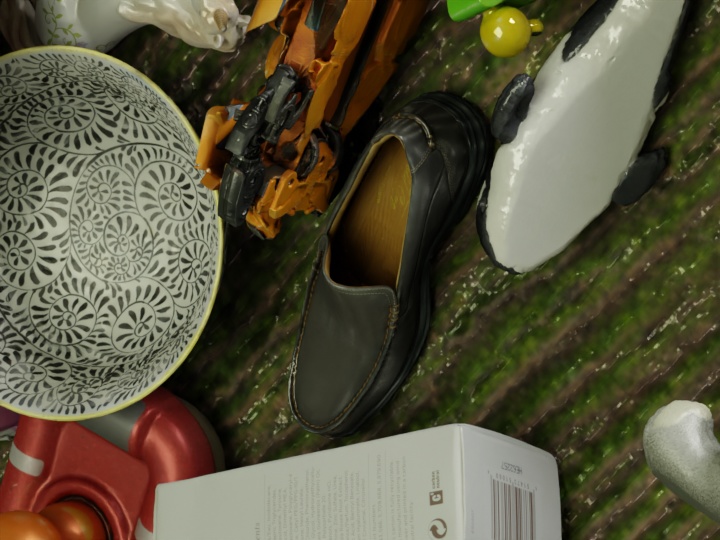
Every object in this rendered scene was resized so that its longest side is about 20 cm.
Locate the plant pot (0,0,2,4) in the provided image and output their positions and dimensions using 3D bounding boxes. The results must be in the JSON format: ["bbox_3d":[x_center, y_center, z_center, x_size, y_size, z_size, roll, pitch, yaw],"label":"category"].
[{"bbox_3d":[-0.282,-0.130,1.543,0.199,0.174,0.201,22,139,21],"label":"plant pot"}]

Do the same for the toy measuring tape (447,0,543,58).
[{"bbox_3d":[0.070,-0.202,1.471,0.073,0.073,0.201,-13,75,33],"label":"toy measuring tape"}]

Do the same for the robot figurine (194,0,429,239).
[{"bbox_3d":[-0.020,-0.112,1.501,0.058,0.145,0.201,30,105,21],"label":"robot figurine"}]

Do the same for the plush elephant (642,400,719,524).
[{"bbox_3d":[0.257,0.095,1.359,0.165,0.155,0.200,49,167,-27],"label":"plush elephant"}]

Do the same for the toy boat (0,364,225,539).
[{"bbox_3d":[-0.166,0.153,1.635,0.130,0.130,0.201,27,110,27],"label":"toy boat"}]

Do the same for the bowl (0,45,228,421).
[{"bbox_3d":[-0.144,-0.023,1.611,0.200,0.094,0.202,2,95,24],"label":"bowl"}]

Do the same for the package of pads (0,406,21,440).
[{"bbox_3d":[-0.250,0.008,1.673,0.075,0.120,0.201,-11,91,33],"label":"package of pads"}]

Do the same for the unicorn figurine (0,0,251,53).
[{"bbox_3d":[-0.127,-0.163,1.609,0.200,0.074,0.138,-28,82,48],"label":"unicorn figurine"}]

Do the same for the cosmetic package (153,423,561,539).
[{"bbox_3d":[-0.003,0.137,1.540,0.199,0.102,0.074,-12,69,32],"label":"cosmetic package"}]

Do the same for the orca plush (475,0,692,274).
[{"bbox_3d":[0.104,-0.101,1.466,0.071,0.105,0.201,44,125,55],"label":"orca plush"}]

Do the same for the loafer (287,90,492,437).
[{"bbox_3d":[0.000,0.000,1.542,0.073,0.072,0.201,28,112,25],"label":"loafer"}]
